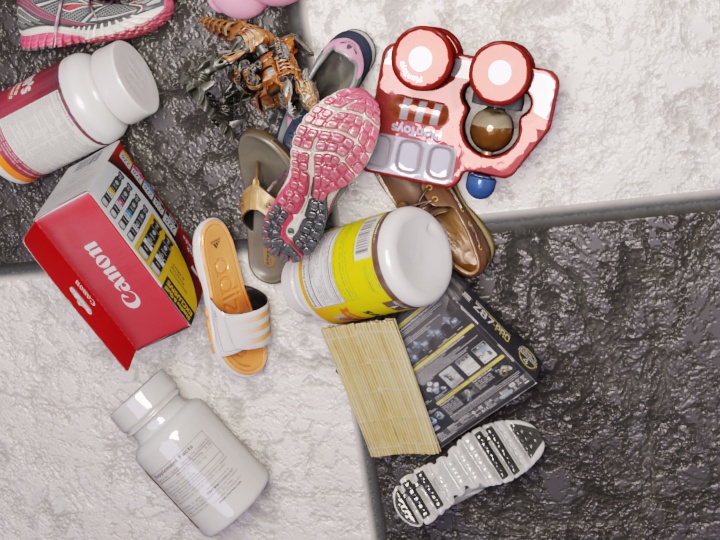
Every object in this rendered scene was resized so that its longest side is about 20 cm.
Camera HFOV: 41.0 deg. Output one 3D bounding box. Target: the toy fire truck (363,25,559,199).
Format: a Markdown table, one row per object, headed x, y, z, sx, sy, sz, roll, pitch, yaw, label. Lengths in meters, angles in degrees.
| x | y | z | sx | sy | sz | roll | pitch | yaw | label |
| --- | --- | --- | --- | --- | --- | --- | --- | --- | --- |
| 0.106 | -0.169 | 1.040 | 0.198 | 0.112 | 0.170 | 13 | 105 | 9 | toy fire truck |

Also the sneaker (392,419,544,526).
| x | y | z | sx | sy | sz | roll | pitch | yaw | label |
| --- | --- | --- | --- | --- | --- | --- | --- | --- | --- |
| 0.132 | 0.246 | 1.189 | 0.199 | 0.081 | 0.076 | -27 | 73 | 0 | sneaker |

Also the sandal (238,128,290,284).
| x | y | z | sx | sy | sz | roll | pitch | yaw | label |
| --- | --- | --- | --- | --- | --- | --- | --- | --- | --- |
| -0.115 | -0.067 | 1.135 | 0.081 | 0.055 | 0.202 | 16 | 123 | 18 | sandal |

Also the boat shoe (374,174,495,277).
| x | y | z | sx | sy | sz | roll | pitch | yaw | label |
| --- | --- | --- | --- | --- | --- | --- | --- | --- | --- |
| 0.081 | -0.075 | 1.102 | 0.072 | 0.068 | 0.200 | -39 | 95 | 19 | boat shoe |

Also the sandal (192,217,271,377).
| x | y | z | sx | sy | sz | roll | pitch | yaw | label |
| --- | --- | --- | --- | --- | --- | --- | --- | --- | --- |
| -0.149 | 0.038 | 1.164 | 0.059 | 0.079 | 0.209 | 3 | 115 | 40 | sandal |

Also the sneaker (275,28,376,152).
| x | y | z | sx | sy | sz | roll | pitch | yaw | label |
| --- | --- | --- | --- | --- | --- | --- | --- | --- | --- |
| -0.054 | -0.180 | 1.091 | 0.070 | 0.082 | 0.201 | 29 | 113 | 3 | sneaker |

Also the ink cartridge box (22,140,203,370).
| x | y | z | sx | sy | sz | roll | pitch | yaw | label |
| --- | --- | --- | --- | --- | --- | --- | --- | --- | --- |
| -0.273 | -0.017 | 1.112 | 0.083 | 0.176 | 0.201 | -24 | 118 | 17 | ink cartridge box |

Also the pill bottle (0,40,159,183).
| x | y | z | sx | sy | sz | roll | pitch | yaw | label |
| --- | --- | --- | --- | --- | --- | --- | --- | --- | --- |
| -0.345 | -0.188 | 1.136 | 0.198 | 0.110 | 0.110 | -22 | 101 | 17 | pill bottle |

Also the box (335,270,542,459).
| x | y | z | sx | sy | sz | roll | pitch | yaw | label |
| --- | --- | --- | --- | --- | --- | --- | --- | --- | --- |
| 0.089 | 0.116 | 1.142 | 0.161 | 0.049 | 0.200 | 43 | 125 | -6 | box |

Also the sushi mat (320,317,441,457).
| x | y | z | sx | sy | sz | roll | pitch | yaw | label |
| --- | --- | --- | --- | --- | --- | --- | --- | --- | --- |
| 0.026 | 0.142 | 1.138 | 0.095 | 0.012 | 0.201 | -6 | 120 | 26 | sushi mat |

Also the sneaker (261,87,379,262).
| x | y | z | sx | sy | sz | roll | pitch | yaw | label |
| --- | --- | --- | --- | --- | --- | --- | --- | --- | --- |
| -0.047 | -0.109 | 1.038 | 0.080 | 0.075 | 0.201 | 30 | 112 | -8 | sneaker |

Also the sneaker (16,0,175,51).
| x | y | z | sx | sy | sz | roll | pitch | yaw | label |
| --- | --- | --- | --- | --- | --- | --- | --- | --- | --- |
| -0.311 | -0.300 | 1.112 | 0.198 | 0.081 | 0.075 | -3 | 104 | 13 | sneaker |

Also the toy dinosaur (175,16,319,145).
| x | y | z | sx | sy | sz | roll | pitch | yaw | label |
| --- | --- | --- | --- | --- | --- | --- | --- | --- | --- |
| -0.124 | -0.221 | 1.072 | 0.136 | 0.200 | 0.102 | -42 | 126 | -1 | toy dinosaur |

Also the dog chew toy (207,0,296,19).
| x | y | z | sx | sy | sz | roll | pitch | yaw | label |
| --- | --- | --- | --- | --- | --- | --- | --- | --- | --- |
| -0.088 | -0.345 | 1.035 | 0.199 | 0.125 | 0.125 | -30 | 99 | 27 | dog chew toy |

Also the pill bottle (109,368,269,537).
| x | y | z | sx | sy | sz | roll | pitch | yaw | label |
| --- | --- | --- | --- | --- | --- | --- | --- | --- | --- |
| -0.221 | 0.229 | 1.231 | 0.114 | 0.114 | 0.200 | -40 | 95 | 19 | pill bottle |

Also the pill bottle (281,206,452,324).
| x | y | z | sx | sy | sz | roll | pitch | yaw | label |
| --- | --- | --- | --- | --- | --- | --- | --- | --- | --- |
| 0.000 | 0.000 | 1.090 | 0.199 | 0.109 | 0.110 | -14 | 105 | 46 | pill bottle |
